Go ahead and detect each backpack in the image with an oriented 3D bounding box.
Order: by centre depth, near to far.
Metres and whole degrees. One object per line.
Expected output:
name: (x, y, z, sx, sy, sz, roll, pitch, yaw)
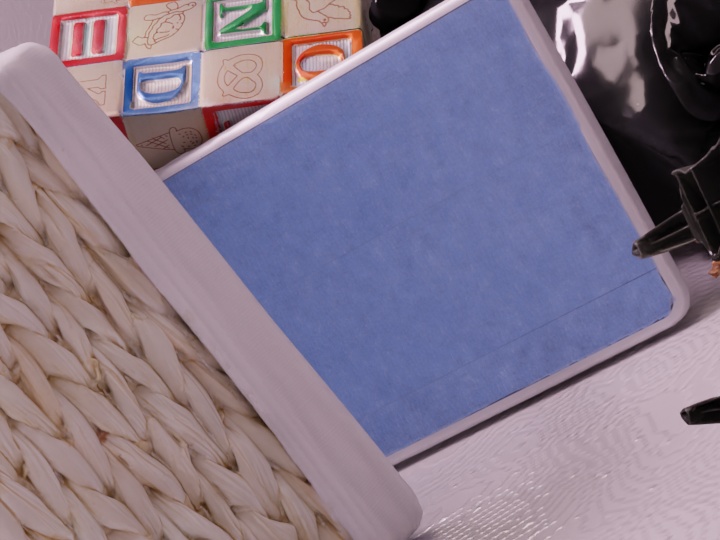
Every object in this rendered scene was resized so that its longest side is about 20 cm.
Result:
backpack: (0.123, -0.117, 0.856, 0.166, 0.127, 0.200, 26, 72, 30)

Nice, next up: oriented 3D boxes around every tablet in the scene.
tablet: (0.000, 0.000, 0.815, 0.199, 0.131, 0.014, -28, 3, 25)

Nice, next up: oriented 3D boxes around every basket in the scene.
basket: (-0.104, 0.054, 0.736, 0.135, 0.200, 0.123, -19, 25, 52)

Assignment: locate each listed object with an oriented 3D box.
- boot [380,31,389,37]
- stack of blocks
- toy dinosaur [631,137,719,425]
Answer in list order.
boot: (-0.072, -0.068, 1.029, 0.157, 0.080, 0.211, -21, 14, 26)
stack of blocks: (-0.053, -0.112, 0.900, 0.114, 0.059, 0.201, -7, 49, 5)
toy dinosaur: (0.149, -0.003, 0.591, 0.135, 0.103, 0.200, -23, -12, -25)
